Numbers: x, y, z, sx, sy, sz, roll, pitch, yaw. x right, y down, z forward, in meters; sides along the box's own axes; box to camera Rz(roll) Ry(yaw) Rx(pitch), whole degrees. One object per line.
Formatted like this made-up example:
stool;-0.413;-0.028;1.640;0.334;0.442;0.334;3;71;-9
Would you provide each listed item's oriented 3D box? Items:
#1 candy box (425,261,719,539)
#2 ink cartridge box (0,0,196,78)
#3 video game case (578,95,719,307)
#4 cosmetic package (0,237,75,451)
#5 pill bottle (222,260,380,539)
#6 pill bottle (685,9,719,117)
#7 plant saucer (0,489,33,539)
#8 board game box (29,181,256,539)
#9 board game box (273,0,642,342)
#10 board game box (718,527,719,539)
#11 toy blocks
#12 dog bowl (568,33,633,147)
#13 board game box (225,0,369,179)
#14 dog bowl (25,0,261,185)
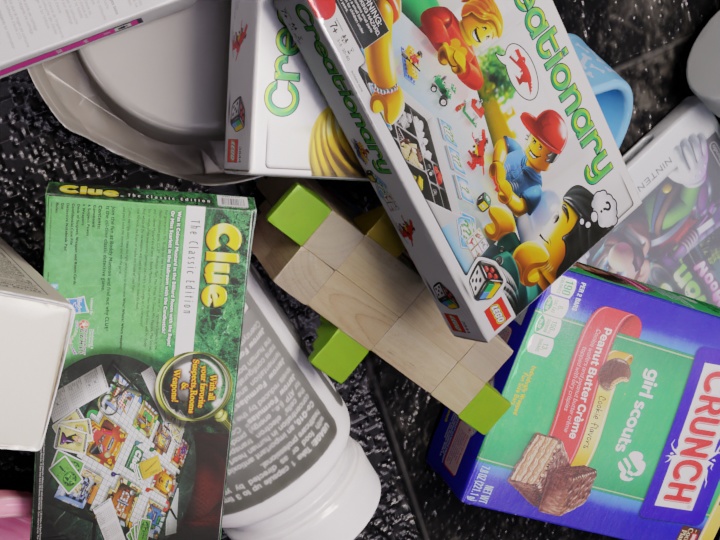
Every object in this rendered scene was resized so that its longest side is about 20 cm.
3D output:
candy box;0.170;0.090;0.912;0.200;0.077;0.169;16;102;-21
ink cartridge box;-0.156;-0.162;0.687;0.200;0.037;0.095;-21;91;-2
video game case;0.225;0.008;0.971;0.182;0.023;0.200;-42;115;-12
cosmetic package;-0.218;0.020;0.665;0.103;0.200;0.073;12;97;-26
pill bottle;-0.078;0.077;0.792;0.114;0.114;0.200;-38;114;-14
pill bottle;0.327;-0.106;0.942;0.200;0.114;0.114;33;86;-28
plant saucer;-0.232;0.212;0.753;0.200;0.051;0.201;-24;124;-42
board game box;-0.116;0.054;0.703;0.105;0.023;0.200;5;112;-8
board game box;0.055;-0.081;0.672;0.126;0.035;0.200;-40;115;-24
board game box;0.300;0.142;1.011;0.200;0.039;0.158;-56;149;-11
toy blocks;0.000;0.000;0.805;0.200;0.137;0.100;37;96;-29
dog bowl;0.099;-0.078;0.828;0.200;0.050;0.112;-22;139;-46
board game box;-0.001;-0.146;0.679;0.126;0.035;0.200;0;96;-31
dog bowl;-0.086;-0.144;0.740;0.200;0.059;0.200;0;91;-5
